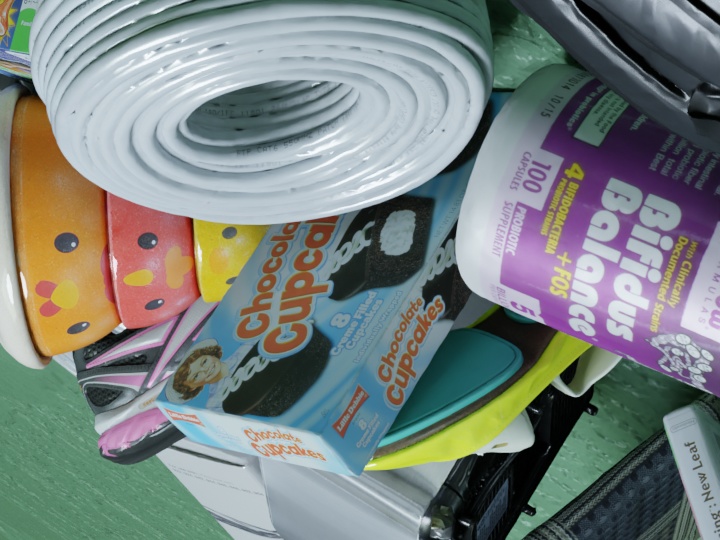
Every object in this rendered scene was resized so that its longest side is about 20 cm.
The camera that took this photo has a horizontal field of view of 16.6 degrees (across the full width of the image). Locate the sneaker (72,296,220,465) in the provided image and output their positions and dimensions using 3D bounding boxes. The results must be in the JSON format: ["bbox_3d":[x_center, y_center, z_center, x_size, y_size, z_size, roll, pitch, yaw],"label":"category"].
[{"bbox_3d":[-0.073,0.020,1.334,0.086,0.200,0.080,60,-177,11],"label":"sneaker"}]

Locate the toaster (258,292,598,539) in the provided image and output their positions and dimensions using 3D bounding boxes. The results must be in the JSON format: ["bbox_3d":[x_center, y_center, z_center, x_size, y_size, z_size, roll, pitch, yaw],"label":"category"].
[{"bbox_3d":[0.041,0.071,1.282,0.119,0.181,0.200,27,158,15],"label":"toaster"}]

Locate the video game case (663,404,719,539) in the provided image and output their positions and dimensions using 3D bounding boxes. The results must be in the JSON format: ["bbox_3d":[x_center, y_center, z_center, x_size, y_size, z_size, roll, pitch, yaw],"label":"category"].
[{"bbox_3d":[0.218,0.176,1.255,0.022,0.182,0.200,-24,153,16],"label":"video game case"}]

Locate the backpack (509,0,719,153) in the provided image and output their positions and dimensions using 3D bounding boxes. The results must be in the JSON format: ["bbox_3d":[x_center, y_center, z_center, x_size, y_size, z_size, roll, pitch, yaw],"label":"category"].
[{"bbox_3d":[0.106,-0.132,0.852,0.200,0.154,0.163,55,154,0],"label":"backpack"}]

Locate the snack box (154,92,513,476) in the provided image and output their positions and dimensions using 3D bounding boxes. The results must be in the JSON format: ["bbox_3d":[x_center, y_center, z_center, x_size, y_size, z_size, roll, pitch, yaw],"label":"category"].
[{"bbox_3d":[0.000,0.000,1.159,0.116,0.200,0.037,7,146,46],"label":"snack box"}]

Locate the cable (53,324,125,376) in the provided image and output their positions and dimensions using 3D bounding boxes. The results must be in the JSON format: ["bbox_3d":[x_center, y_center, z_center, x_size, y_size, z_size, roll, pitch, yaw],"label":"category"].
[{"bbox_3d":[-0.139,0.034,1.583,0.200,0.069,0.200,36,157,-12],"label":"cable"}]

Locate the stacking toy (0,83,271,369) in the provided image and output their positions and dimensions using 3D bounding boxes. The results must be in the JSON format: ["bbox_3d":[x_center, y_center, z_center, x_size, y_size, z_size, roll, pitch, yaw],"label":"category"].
[{"bbox_3d":[-0.089,-0.029,1.259,0.200,0.146,0.146,-5,152,3],"label":"stacking toy"}]

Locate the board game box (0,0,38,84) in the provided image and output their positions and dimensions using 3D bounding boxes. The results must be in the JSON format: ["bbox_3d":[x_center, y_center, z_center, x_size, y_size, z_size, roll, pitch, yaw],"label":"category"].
[{"bbox_3d":[-0.132,-0.105,1.218,0.135,0.035,0.200,13,178,38],"label":"board game box"}]

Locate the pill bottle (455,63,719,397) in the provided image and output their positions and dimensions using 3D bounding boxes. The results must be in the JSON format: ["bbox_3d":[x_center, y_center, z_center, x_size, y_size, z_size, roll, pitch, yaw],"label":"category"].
[{"bbox_3d":[0.151,-0.007,1.069,0.200,0.112,0.112,22,156,21],"label":"pill bottle"}]

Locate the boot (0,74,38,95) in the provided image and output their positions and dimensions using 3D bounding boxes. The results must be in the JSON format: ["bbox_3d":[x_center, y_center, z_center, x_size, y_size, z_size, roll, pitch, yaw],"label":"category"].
[{"bbox_3d":[-0.251,-0.154,1.360,0.200,0.068,0.131,40,164,-5],"label":"boot"}]

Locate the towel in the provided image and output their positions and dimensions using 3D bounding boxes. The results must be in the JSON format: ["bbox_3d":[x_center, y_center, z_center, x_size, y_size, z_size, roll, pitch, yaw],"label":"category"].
[{"bbox_3d":[0.131,0.148,1.338,0.035,0.192,0.200,45,163,21],"label":"towel"}]

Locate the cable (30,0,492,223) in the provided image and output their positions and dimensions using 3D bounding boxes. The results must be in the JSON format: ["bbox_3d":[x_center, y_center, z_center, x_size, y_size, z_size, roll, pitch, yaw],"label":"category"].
[{"bbox_3d":[-0.042,-0.087,1.071,0.200,0.069,0.200,-1,156,-18],"label":"cable"}]

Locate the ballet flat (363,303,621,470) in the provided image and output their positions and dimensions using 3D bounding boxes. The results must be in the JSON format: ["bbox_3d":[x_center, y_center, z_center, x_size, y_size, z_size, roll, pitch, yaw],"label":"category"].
[{"bbox_3d":[0.076,0.044,1.158,0.067,0.200,0.067,25,150,53],"label":"ballet flat"}]

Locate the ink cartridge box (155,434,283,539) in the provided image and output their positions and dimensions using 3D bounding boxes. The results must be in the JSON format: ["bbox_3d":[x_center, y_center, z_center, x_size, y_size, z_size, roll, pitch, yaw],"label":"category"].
[{"bbox_3d":[-0.023,0.097,1.458,0.084,0.146,0.200,14,154,35],"label":"ink cartridge box"}]
